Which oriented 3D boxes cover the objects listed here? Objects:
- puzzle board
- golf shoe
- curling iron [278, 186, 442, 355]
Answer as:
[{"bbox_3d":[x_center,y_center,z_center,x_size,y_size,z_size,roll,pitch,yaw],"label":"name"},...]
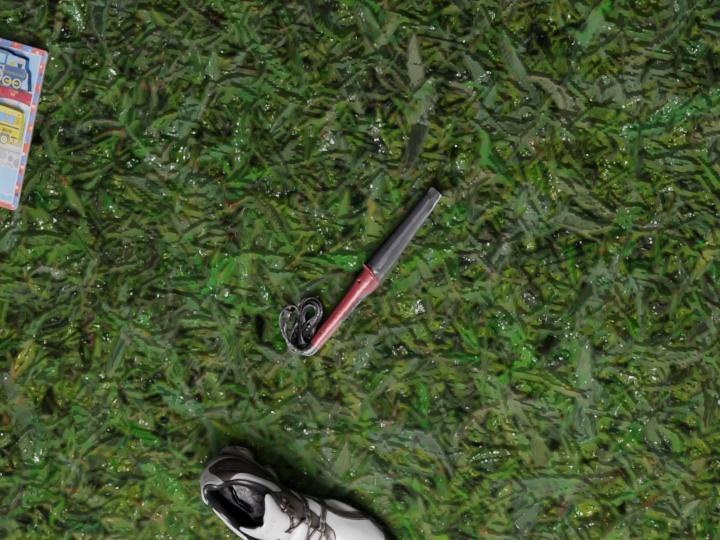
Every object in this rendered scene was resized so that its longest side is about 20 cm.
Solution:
[{"bbox_3d":[-0.394,-0.153,1.818,0.198,0.017,0.152,16,102,10],"label":"puzzle board"},{"bbox_3d":[-0.060,0.235,1.772,0.199,0.094,0.078,27,102,5],"label":"golf shoe"},{"bbox_3d":[0.000,0.000,1.753,0.050,0.026,0.200,45,105,-1],"label":"curling iron"}]
